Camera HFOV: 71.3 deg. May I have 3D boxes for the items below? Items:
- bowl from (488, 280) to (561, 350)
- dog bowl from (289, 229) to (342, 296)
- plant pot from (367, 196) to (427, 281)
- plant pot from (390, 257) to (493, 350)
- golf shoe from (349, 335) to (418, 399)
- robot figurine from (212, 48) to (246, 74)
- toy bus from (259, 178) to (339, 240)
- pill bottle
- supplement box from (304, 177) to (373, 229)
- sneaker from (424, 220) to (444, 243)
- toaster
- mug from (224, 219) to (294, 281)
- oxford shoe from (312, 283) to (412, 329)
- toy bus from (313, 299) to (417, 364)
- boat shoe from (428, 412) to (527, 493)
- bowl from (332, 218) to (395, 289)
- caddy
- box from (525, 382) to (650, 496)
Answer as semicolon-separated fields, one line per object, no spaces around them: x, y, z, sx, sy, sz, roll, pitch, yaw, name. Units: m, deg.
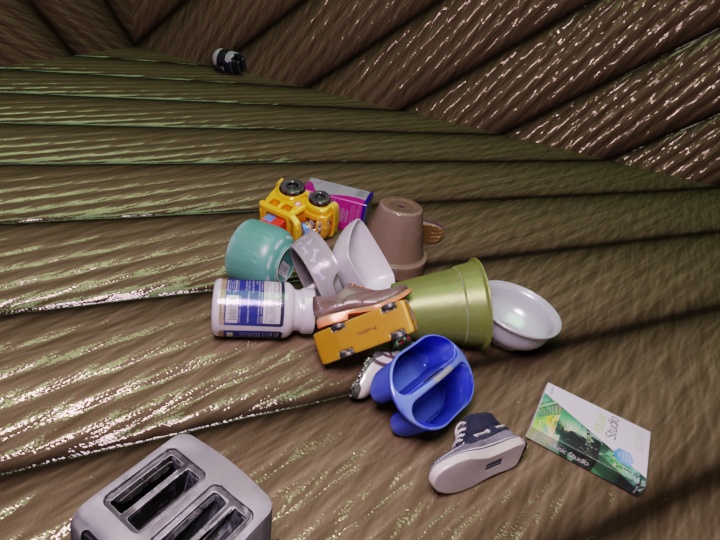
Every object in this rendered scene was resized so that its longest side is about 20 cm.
0.339;0.116;1.136;0.201;0.091;0.201;13;32;-8;bowl
-0.089;0.013;1.085;0.059;0.200;0.200;-27;43;-14;dog bowl
0.089;-0.096;1.325;0.200;0.175;0.200;7;31;-4;plant pot
0.162;0.079;1.080;0.189;0.200;0.200;-4;33;-3;plant pot
0.061;0.191;0.954;0.088;0.077;0.200;37;40;22;golf shoe
-0.751;-1.193;2.871;0.200;0.125;0.150;23;16;19;robot figurine
-0.182;-0.135;1.360;0.200;0.136;0.192;24;47;15;toy bus
-0.194;0.078;1.014;0.199;0.116;0.116;4;32;-13;pill bottle
-0.075;-0.195;1.502;0.199;0.104;0.101;16;33;6;supplement box
0.150;-0.135;1.501;0.199;0.075;0.090;5;37;-12;sneaker
-0.215;0.323;0.612;0.181;0.119;0.200;28;35;24;toaster
-0.209;-0.037;1.153;0.114;0.152;0.185;18;36;17;mug
0.003;0.053;0.984;0.200;0.071;0.073;-16;78;-11;oxford shoe
0.011;0.117;0.945;0.078;0.200;0.065;11;58;-68;toy bus
0.175;0.296;0.833;0.200;0.075;0.093;-1;26;-33;boat shoe
0.000;0.000;1.163;0.075;0.200;0.200;-22;25;22;bowl
0.116;0.198;0.878;0.200;0.105;0.142;-26;77;-44;caddy
0.420;0.302;0.923;0.200;0.036;0.144;24;33;21;box
